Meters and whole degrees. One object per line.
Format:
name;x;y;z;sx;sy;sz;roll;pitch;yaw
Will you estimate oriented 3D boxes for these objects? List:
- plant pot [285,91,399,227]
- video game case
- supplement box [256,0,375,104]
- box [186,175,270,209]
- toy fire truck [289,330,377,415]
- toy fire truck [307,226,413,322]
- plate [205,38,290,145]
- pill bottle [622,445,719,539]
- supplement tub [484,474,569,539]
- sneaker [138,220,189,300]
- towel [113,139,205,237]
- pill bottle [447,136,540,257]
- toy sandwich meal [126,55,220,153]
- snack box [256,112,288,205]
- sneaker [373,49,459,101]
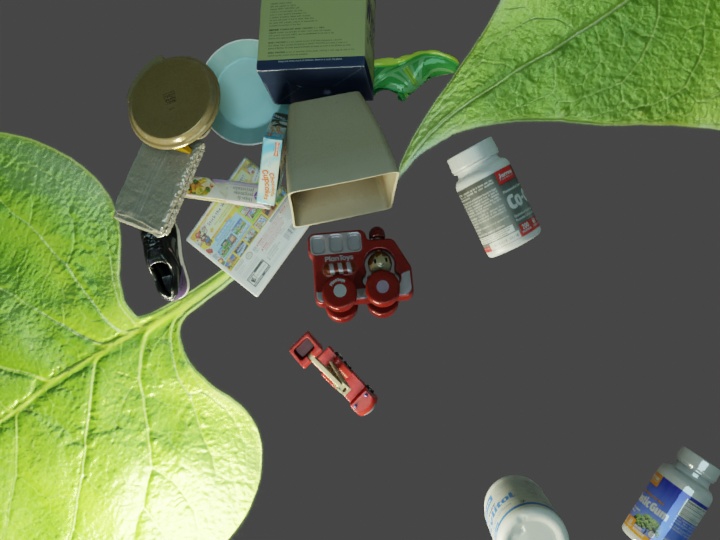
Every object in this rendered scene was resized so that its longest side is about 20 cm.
plant pot;-0.048;-0.210;1.448;0.195;0.200;0.181;-11;76;-5
video game case;-0.213;-0.085;1.538;0.181;0.023;0.201;37;93;-1
supplement box;-0.075;-0.428;1.431;0.195;0.134;0.205;0;76;8
box;-0.265;-0.151;1.502;0.195;0.041;0.040;9;86;14
toy fire truck;-0.045;0.199;1.487;0.049;0.141;0.200;-43;91;2
toy fire truck;0.000;0.000;1.503;0.195;0.112;0.172;-6;74;0
plate;-0.217;-0.344;1.526;0.195;0.026;0.206;0;93;0
pill bottle;0.598;0.443;1.501;0.111;0.112;0.202;31;92;0
supplement tub;0.304;0.473;1.463;0.128;0.200;0.136;0;92;0
sneaker;-0.383;-0.042;1.509;0.074;0.088;0.204;-20;92;2
towel;-0.383;-0.171;1.498;0.130;0.034;0.204;20;82;21
pill bottle;0.249;-0.139;1.482;0.112;0.114;0.203;-26;92;2
toy sandwich meal;-0.349;-0.310;1.476;0.200;0.070;0.210;-3;74;10
snack box;-0.156;-0.207;1.429;0.036;0.201;0.119;8;113;-4
sneaker;0.093;-0.367;1.499;0.195;0.074;0.086;-8;90;11
